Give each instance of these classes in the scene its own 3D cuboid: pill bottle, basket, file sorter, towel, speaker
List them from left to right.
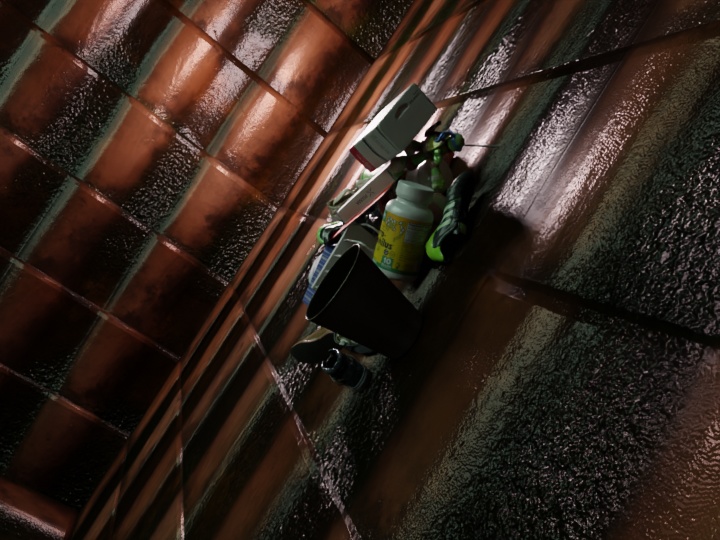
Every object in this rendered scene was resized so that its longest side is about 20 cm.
[{"bbox_3d":[-0.106,0.023,1.876,0.144,0.023,0.204,27,94,61],"label":"towel"},{"bbox_3d":[0.000,0.000,1.537,0.203,0.138,0.124,-59,21,-9],"label":"file sorter"},{"bbox_3d":[0.017,0.080,1.257,0.182,0.198,0.136,-51,18,7],"label":"basket"},{"bbox_3d":[0.060,-0.286,1.945,0.089,0.088,0.200,-55,18,-1],"label":"speaker"},{"bbox_3d":[0.098,-0.088,1.371,0.113,0.110,0.205,-118,41,-70],"label":"pill bottle"},{"bbox_3d":[0.137,-0.201,1.570,0.199,0.109,0.111,-33,28,49],"label":"pill bottle"}]

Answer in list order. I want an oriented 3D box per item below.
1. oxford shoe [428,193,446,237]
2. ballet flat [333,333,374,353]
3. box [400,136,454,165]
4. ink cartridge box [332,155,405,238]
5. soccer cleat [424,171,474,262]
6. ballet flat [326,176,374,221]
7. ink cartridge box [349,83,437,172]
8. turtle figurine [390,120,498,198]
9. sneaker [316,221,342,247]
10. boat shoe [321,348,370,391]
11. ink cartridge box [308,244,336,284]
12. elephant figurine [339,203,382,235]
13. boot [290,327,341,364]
[{"bbox_3d":[0.145,-0.087,1.460,0.202,0.070,0.074,-54,-8,11],"label":"oxford shoe"},{"bbox_3d":[-0.008,0.149,1.412,0.074,0.072,0.199,-62,19,-19],"label":"ballet flat"},{"bbox_3d":[0.151,-0.276,1.681,0.199,0.095,0.101,-19,39,61],"label":"box"},{"bbox_3d":[0.012,-0.182,1.536,0.199,0.044,0.174,-38,8,38],"label":"ink cartridge box"},{"bbox_3d":[0.205,-0.110,1.322,0.081,0.067,0.204,25,92,55],"label":"soccer cleat"},{"bbox_3d":[-0.009,-0.204,1.680,0.198,0.064,0.076,-34,34,16],"label":"ballet flat"},{"bbox_3d":[0.071,-0.324,1.432,0.146,0.084,0.199,-51,12,-15],"label":"ink cartridge box"},{"bbox_3d":[0.178,-0.243,1.416,0.191,0.197,0.148,4,82,45],"label":"turtle figurine"},{"bbox_3d":[-0.038,-0.129,1.908,0.198,0.078,0.084,-34,42,-12],"label":"sneaker"},{"bbox_3d":[-0.050,0.208,1.384,0.072,0.090,0.199,-58,18,-12],"label":"boat shoe"},{"bbox_3d":[-0.111,0.008,1.944,0.162,0.057,0.202,-40,20,40],"label":"ink cartridge box"},{"bbox_3d":[0.040,-0.154,1.732,0.199,0.139,0.159,-27,65,49],"label":"elephant figurine"},{"bbox_3d":[-0.103,0.183,1.609,0.198,0.074,0.076,-28,24,37],"label":"boot"}]
